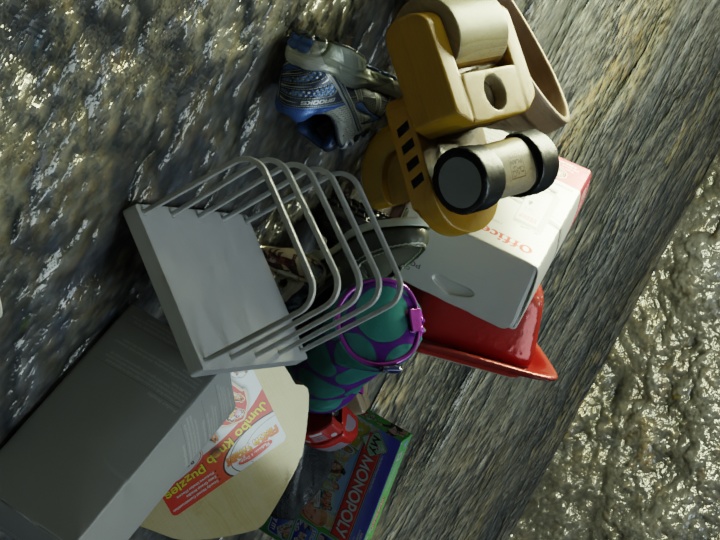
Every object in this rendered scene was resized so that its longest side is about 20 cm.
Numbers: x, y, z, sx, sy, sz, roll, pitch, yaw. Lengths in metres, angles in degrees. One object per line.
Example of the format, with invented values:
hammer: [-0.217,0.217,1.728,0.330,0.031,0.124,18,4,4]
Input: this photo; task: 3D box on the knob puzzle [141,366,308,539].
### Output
knob puzzle: [-0.132,0.157,1.393,0.219,0.030,0.221,-14,119,-27]

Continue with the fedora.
fedora: [-0.083,0.195,1.633,0.201,0.091,0.201,-51,159,-28]

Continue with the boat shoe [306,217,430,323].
boat shoe: [0.003,0.000,1.448,0.201,0.072,0.061,-27,-119,54]

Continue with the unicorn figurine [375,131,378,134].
unicorn figurine: [0.054,-0.145,1.567,0.200,0.073,0.138,-62,168,-56]

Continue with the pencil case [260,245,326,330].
pencil case: [-0.103,0.074,1.436,0.201,0.078,0.089,-65,171,13]

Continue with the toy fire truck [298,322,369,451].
toy fire truck: [-0.021,0.105,1.620,0.141,0.049,0.201,46,35,-50]

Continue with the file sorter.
file sorter: [-0.069,-0.008,1.250,0.124,0.139,0.200,-28,170,19]

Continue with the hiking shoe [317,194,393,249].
hiking shoe: [-0.002,-0.014,1.578,0.101,0.075,0.200,-65,162,2]

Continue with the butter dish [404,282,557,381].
butter dish: [0.118,0.011,1.656,0.200,0.198,0.149,-113,-141,-70]

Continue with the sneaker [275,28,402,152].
sneaker: [-0.019,-0.144,1.356,0.200,0.077,0.086,19,95,-61]

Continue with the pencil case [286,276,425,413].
pencil case: [-0.010,0.073,1.434,0.200,0.092,0.086,138,-42,-65]

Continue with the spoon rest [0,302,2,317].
spoon rest: [-0.312,0.050,0.926,0.200,0.061,0.100,-33,148,-29]

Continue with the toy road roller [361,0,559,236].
toy road roller: [0.066,-0.128,1.340,0.123,0.145,0.201,-18,93,-51]

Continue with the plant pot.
plant pot: [0.112,-0.207,1.496,0.092,0.202,0.201,-29,169,17]

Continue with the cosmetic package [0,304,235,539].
cosmetic package: [-0.200,0.138,1.241,0.200,0.107,0.090,-50,158,-25]

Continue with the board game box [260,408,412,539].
board game box: [-0.034,0.237,1.757,0.029,0.134,0.201,-27,141,-58]

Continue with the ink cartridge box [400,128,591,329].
ink cartridge box: [0.130,-0.050,1.552,0.200,0.146,0.083,-55,167,-51]
